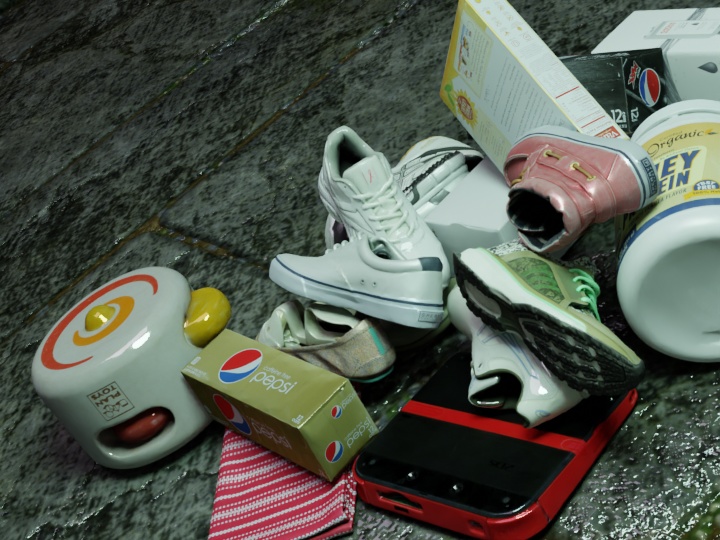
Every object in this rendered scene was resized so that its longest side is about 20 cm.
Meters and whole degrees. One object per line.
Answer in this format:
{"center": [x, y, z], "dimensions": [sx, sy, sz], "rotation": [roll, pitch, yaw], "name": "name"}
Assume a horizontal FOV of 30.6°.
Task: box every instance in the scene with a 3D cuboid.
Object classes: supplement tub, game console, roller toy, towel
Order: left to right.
{"center": [-0.224, 0.091, 1.307], "dimensions": [0.200, 0.140, 0.183], "rotation": [5, 46, 50], "name": "roller toy"}
{"center": [-0.068, 0.176, 1.176], "dimensions": [0.144, 0.023, 0.200], "rotation": [-21, 31, 15], "name": "towel"}
{"center": [0.105, 0.140, 1.082], "dimensions": [0.200, 0.031, 0.177], "rotation": [8, 41, 46], "name": "game console"}
{"center": [0.280, -0.038, 1.078], "dimensions": [0.144, 0.145, 0.200], "rotation": [-17, 32, 20], "name": "supplement tub"}

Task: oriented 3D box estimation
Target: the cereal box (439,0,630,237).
{"center": [0.148, -0.137, 1.168], "dimensions": [0.039, 0.144, 0.200], "rotation": [-27, 66, -21], "name": "cereal box"}

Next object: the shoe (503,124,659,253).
{"center": [0.147, -0.067, 1.062], "dimensions": [0.091, 0.072, 0.200], "rotation": [-26, 16, -18], "name": "shoe"}

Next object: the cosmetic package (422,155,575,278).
{"center": [0.169, -0.076, 1.289], "dimensions": [0.200, 0.085, 0.107], "rotation": [-45, 34, -24], "name": "cosmetic package"}

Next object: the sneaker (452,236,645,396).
{"center": [0.157, 0.019, 1.015], "dimensions": [0.088, 0.077, 0.200], "rotation": [-35, 43, -16], "name": "sneaker"}

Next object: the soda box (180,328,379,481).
{"center": [-0.076, 0.117, 1.181], "dimensions": [0.064, 0.068, 0.200], "rotation": [-43, 33, -23], "name": "soda box"}

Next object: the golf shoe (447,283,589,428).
{"center": [0.114, 0.066, 1.098], "dimensions": [0.097, 0.078, 0.200], "rotation": [-38, 29, -14], "name": "golf shoe"}

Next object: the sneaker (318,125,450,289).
{"center": [0.014, -0.057, 1.241], "dimensions": [0.078, 0.100, 0.200], "rotation": [-31, 58, -13], "name": "sneaker"}

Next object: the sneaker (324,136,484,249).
{"center": [0.050, -0.076, 1.400], "dimensions": [0.200, 0.076, 0.088], "rotation": [-41, 32, -18], "name": "sneaker"}

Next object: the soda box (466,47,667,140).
{"center": [0.187, -0.163, 1.231], "dimensions": [0.063, 0.071, 0.200], "rotation": [-18, 14, -40], "name": "soda box"}

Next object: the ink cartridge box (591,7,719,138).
{"center": [0.330, -0.160, 1.216], "dimensions": [0.083, 0.147, 0.200], "rotation": [-42, 31, -28], "name": "ink cartridge box"}

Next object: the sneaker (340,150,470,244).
{"center": [0.044, -0.032, 1.336], "dimensions": [0.200, 0.080, 0.074], "rotation": [-38, 8, 5], "name": "sneaker"}

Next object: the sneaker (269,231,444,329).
{"center": [0.000, 0.000, 1.201], "dimensions": [0.199, 0.073, 0.071], "rotation": [14, 94, 38], "name": "sneaker"}

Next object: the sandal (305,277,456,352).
{"center": [0.015, 0.037, 1.277], "dimensions": [0.200, 0.057, 0.080], "rotation": [-10, 36, 31], "name": "sandal"}

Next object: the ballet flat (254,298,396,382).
{"center": [-0.046, 0.061, 1.244], "dimensions": [0.199, 0.067, 0.068], "rotation": [-1, 28, 44], "name": "ballet flat"}
